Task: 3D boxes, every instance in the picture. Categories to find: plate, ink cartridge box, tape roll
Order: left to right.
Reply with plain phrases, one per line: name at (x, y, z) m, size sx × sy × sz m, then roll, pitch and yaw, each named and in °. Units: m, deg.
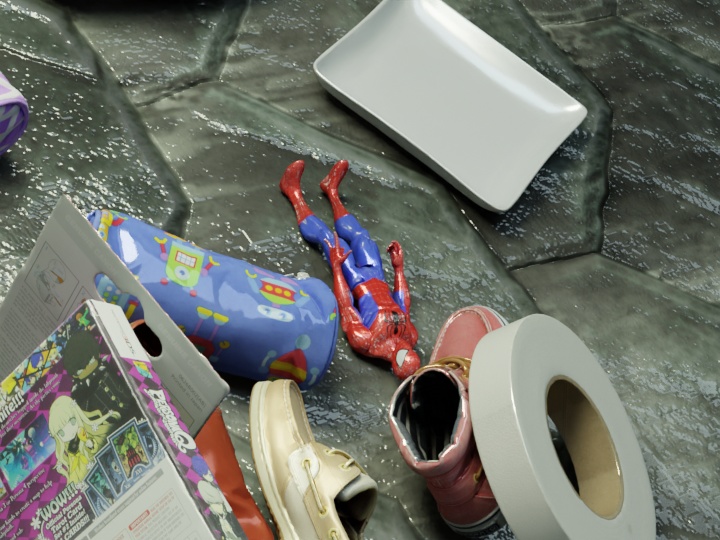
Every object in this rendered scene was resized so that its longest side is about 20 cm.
ink cartridge box at (-0.154, 0.068, 1.253) m, size 0.162 × 0.200 × 0.050 m, roll 48°, pitch 39°, yaw 17°
plate at (0.074, -0.143, 1.753) m, size 0.200 × 0.032 × 0.200 m, roll 38°, pitch 39°, yaw 4°
tape roll at (0.143, 0.129, 1.450) m, size 0.203 × 0.037 × 0.203 m, roll 43°, pitch 34°, yaw -39°

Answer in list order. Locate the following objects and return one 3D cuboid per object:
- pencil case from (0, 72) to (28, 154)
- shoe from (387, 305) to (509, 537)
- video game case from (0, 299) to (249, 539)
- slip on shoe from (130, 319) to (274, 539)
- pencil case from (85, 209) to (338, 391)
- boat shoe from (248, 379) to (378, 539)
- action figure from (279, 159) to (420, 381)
pencil case at (-0.319, -0.156, 1.466) m, size 0.085 × 0.084 × 0.200 m, roll -37°, pitch 70°, yaw -13°
shoe at (0.069, 0.084, 1.463) m, size 0.200 × 0.071 × 0.091 m, roll -87°, pitch 152°, yaw -43°
video game case at (-0.171, 0.148, 1.168) m, size 0.036 × 0.200 × 0.181 m, roll 15°, pitch 37°, yaw -56°
slip on shoe at (-0.113, 0.116, 1.344) m, size 0.074 × 0.061 × 0.200 m, roll -9°, pitch 56°, yaw -41°
pencil case at (-0.110, 0.019, 1.429) m, size 0.200 × 0.078 × 0.087 m, roll 18°, pitch 59°, yaw -18°
boat shoe at (-0.020, 0.153, 1.343) m, size 0.074 × 0.069 × 0.200 m, roll 50°, pitch 20°, yaw -58°
action figure at (0.000, 0.000, 1.549) m, size 0.065 × 0.052 × 0.200 m, roll 1°, pitch 52°, yaw -37°
